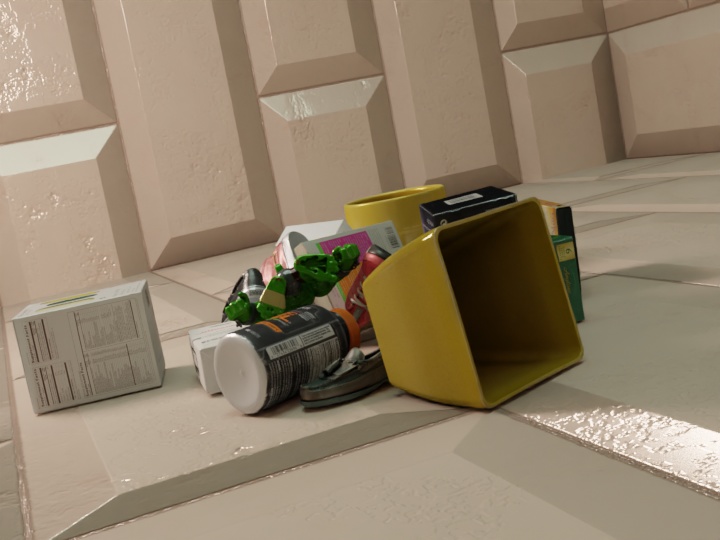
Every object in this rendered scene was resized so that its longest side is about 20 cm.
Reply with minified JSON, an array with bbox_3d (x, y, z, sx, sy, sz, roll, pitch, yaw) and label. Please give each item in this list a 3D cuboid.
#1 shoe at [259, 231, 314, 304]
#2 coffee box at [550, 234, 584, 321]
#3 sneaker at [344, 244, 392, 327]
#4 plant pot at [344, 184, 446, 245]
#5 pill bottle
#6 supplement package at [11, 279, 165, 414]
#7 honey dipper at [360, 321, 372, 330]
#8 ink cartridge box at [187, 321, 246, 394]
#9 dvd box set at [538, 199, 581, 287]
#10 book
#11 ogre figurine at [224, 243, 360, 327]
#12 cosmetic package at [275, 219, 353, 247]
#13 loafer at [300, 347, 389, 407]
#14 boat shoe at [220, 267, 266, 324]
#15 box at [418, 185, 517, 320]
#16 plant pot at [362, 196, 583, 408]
[{"bbox_3d":[-0.109,0.040,1.636,0.071,0.203,0.091,17,-46,-39],"label":"shoe"},{"bbox_3d":[0.254,0.009,1.496,0.043,0.125,0.200,-12,9,-19],"label":"coffee box"},{"bbox_3d":[0.019,0.034,1.467,0.087,0.073,0.201,-57,-6,-22],"label":"sneaker"},{"bbox_3d":[0.080,-0.053,1.943,0.197,0.193,0.201,-10,7,1],"label":"plant pot"},{"bbox_3d":[-0.088,0.109,1.335,0.105,0.108,0.198,-4,10,44],"label":"pill bottle"},{"bbox_3d":[-0.423,0.116,1.600,0.196,0.154,0.152,-12,8,-7],"label":"supplement package"},{"bbox_3d":[0.012,0.089,1.618,0.197,0.039,0.038,-18,9,-20],"label":"honey dipper"},{"bbox_3d":[-0.192,0.123,1.520,0.114,0.069,0.200,-11,7,-14],"label":"ink cartridge box"},{"bbox_3d":[0.315,-0.039,1.659,0.029,0.149,0.200,-9,7,-3],"label":"dvd box set"},{"bbox_3d":[0.000,0.000,1.622,0.198,0.136,0.048,-14,-13,-41],"label":"book"},{"bbox_3d":[-0.094,0.028,1.445,0.200,0.098,0.120,-47,-7,-13],"label":"ogre figurine"},{"bbox_3d":[-0.032,0.000,1.750,0.149,0.200,0.052,-5,47,43],"label":"cosmetic package"},{"bbox_3d":[0.008,0.118,1.284,0.197,0.064,0.072,-15,8,-27],"label":"loafer"},{"bbox_3d":[-0.196,0.062,1.665,0.069,0.067,0.201,-1,-30,-19],"label":"boat shoe"},{"bbox_3d":[0.164,-0.002,1.408,0.121,0.202,0.200,-14,7,0],"label":"box"},{"bbox_3d":[0.119,0.046,1.209,0.198,0.203,0.175,-18,1,-42],"label":"plant pot"}]
